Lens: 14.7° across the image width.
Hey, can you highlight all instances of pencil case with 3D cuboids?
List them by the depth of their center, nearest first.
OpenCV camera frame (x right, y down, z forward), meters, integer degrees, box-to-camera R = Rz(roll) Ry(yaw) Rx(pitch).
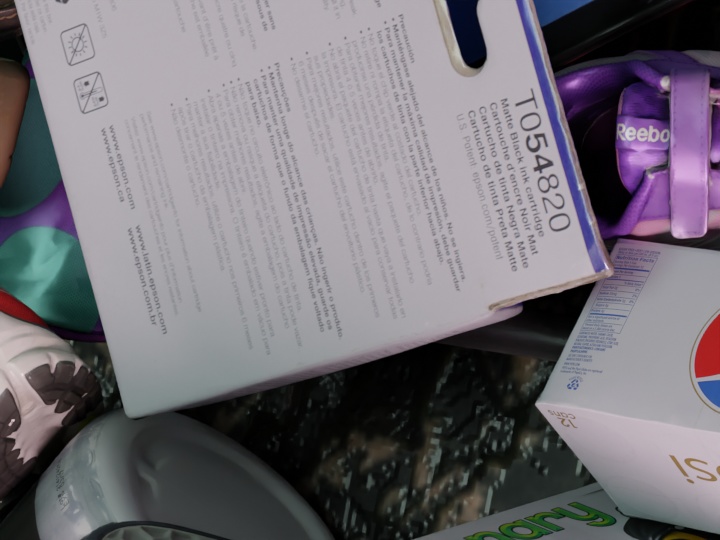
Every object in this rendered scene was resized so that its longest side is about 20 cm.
[{"bbox_3d":[-0.081,-0.072,1.033,0.092,0.085,0.200,15,90,6],"label":"pencil case"}]

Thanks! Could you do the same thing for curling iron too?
[{"bbox_3d":[0.000,0.000,0.944,0.200,0.026,0.050,20,119,21],"label":"curling iron"}]

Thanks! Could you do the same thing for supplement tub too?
[{"bbox_3d":[-0.103,0.155,0.978,0.200,0.122,0.123,-48,54,23],"label":"supplement tub"}]

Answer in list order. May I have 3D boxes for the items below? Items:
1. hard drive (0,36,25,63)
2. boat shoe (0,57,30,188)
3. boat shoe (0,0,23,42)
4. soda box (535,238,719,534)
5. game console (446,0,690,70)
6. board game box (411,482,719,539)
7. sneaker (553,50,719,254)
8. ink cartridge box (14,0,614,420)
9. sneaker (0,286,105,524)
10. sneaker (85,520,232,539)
[{"bbox_3d":[-0.214,-0.133,1.123,0.139,0.033,0.200,-5,114,40],"label":"hard drive"},{"bbox_3d":[-0.179,-0.050,1.033,0.200,0.076,0.072,147,136,-67],"label":"boat shoe"},{"bbox_3d":[-0.162,-0.178,0.999,0.073,0.074,0.200,116,135,-75],"label":"boat shoe"},{"bbox_3d":[0.155,0.044,0.797,0.200,0.068,0.064,9,60,40],"label":"soda box"},{"bbox_3d":[0.011,-0.152,0.897,0.200,0.172,0.119,-25,28,32],"label":"game console"},{"bbox_3d":[0.054,0.113,0.799,0.126,0.200,0.035,20,112,41],"label":"board game box"},{"bbox_3d":[0.123,-0.034,0.846,0.200,0.088,0.081,-1,78,40],"label":"sneaker"},{"bbox_3d":[-0.018,-0.069,0.889,0.200,0.041,0.200,-17,87,37],"label":"ink cartridge box"},{"bbox_3d":[-0.134,0.046,1.002,0.077,0.200,0.085,-37,75,-19],"label":"sneaker"},{"bbox_3d":[-0.027,0.178,0.877,0.146,0.202,0.077,-56,9,22],"label":"sneaker"}]
